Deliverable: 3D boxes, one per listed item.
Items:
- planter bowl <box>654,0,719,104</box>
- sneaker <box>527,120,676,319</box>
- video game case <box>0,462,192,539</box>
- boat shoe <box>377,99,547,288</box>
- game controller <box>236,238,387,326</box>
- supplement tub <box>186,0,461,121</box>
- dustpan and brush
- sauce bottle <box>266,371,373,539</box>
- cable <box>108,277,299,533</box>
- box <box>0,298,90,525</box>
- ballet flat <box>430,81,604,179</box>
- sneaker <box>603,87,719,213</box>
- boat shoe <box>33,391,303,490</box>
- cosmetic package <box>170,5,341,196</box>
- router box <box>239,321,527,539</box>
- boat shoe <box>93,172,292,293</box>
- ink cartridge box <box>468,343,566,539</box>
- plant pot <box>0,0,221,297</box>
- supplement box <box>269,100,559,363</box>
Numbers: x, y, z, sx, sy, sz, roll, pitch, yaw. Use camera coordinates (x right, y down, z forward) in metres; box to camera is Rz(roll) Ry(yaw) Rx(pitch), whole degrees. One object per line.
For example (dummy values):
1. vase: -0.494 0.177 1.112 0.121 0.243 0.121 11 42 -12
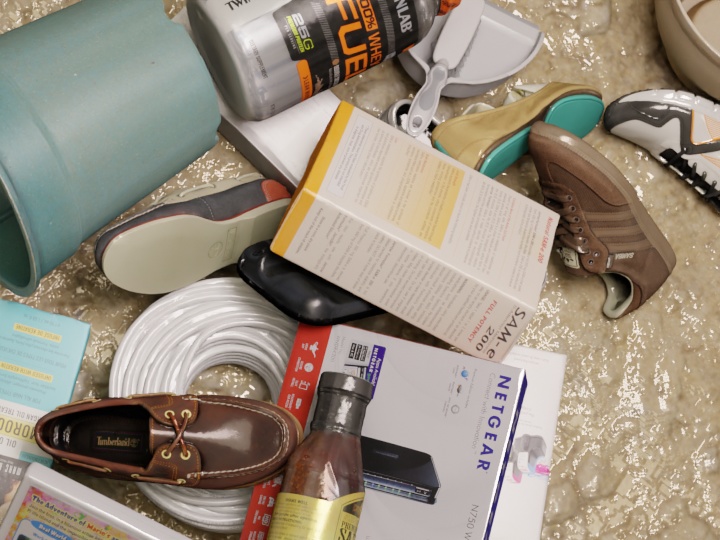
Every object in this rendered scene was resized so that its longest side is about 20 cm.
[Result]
1. planter bowl: 0.334 -0.218 1.631 0.198 0.135 0.202 4 68 -10
2. sneaker: 0.188 -0.036 1.567 0.076 0.070 0.200 -52 124 -11
3. video game case: -0.190 0.256 1.439 0.199 0.024 0.183 27 118 -3
4. boat shoe: 0.086 -0.059 1.593 0.072 0.066 0.201 -34 86 -15
5. game controller: 0.000 0.000 1.522 0.199 0.042 0.104 -12 46 -42
6. supplement tub: -0.027 -0.211 1.520 0.199 0.123 0.123 -28 84 -12
7. dustpan and brush: 0.070 -0.174 1.590 0.139 0.057 0.201 26 59 -2
8. sauce bottle: -0.031 0.174 1.387 0.066 0.066 0.202 15 79 -7
9. cable: -0.101 0.106 1.523 0.199 0.069 0.201 -35 86 -14
10. box: -0.275 0.130 1.495 0.082 0.049 0.202 15 76 -7
11. ballet flat: 0.130 -0.126 1.588 0.063 0.069 0.199 38 36 22
12. sneaker: 0.299 -0.096 1.637 0.199 0.074 0.081 17 78 -6
13. boat shoe: -0.144 0.127 1.426 0.198 0.070 0.071 -4 78 16
14. cosmetic package: -0.079 -0.139 1.588 0.200 0.051 0.083 45 77 1
15. router box: 0.017 0.152 1.447 0.178 0.049 0.202 12 77 11
16. boat shoe: -0.133 -0.035 1.516 0.199 0.072 0.063 -17 47 -41
17. ink cartridge box: 0.104 0.166 1.523 0.067 0.115 0.202 12 77 -7
18. plant pot: -0.227 -0.116 1.492 0.195 0.200 0.201 -33 85 -22
19. supplement box: 0.045 -0.028 1.479 0.199 0.074 0.126 28 39 -5
